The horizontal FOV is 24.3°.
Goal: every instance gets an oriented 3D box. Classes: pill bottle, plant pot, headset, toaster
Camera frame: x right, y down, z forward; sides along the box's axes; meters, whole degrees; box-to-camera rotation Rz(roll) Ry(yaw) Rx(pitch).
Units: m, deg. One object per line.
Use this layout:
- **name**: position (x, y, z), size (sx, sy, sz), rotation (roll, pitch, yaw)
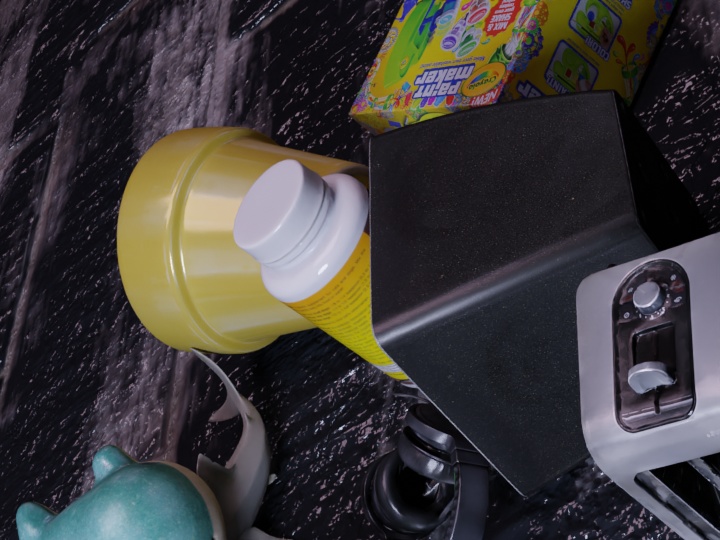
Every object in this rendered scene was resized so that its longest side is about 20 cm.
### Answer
- **pill bottle**: position (0.000, 0.000, 1.285), size (0.109, 0.200, 0.110), rotation (-34, 36, 30)
- **plant pot**: position (0.133, -0.004, 1.130), size (0.177, 0.200, 0.201), rotation (-26, 39, 22)
- **headset**: position (0.061, 0.140, 1.189), size (0.201, 0.093, 0.124), rotation (-98, 29, -42)
- **toaster**: position (0.237, 0.068, 0.916), size (0.180, 0.200, 0.119), rotation (-19, 47, 34)
- **plant pot**: position (-0.076, -0.024, 1.443), size (0.188, 0.201, 0.202), rotation (2, 60, 37)

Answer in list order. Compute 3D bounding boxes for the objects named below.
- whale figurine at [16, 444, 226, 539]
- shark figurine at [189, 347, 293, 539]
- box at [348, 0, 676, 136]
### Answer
- **whale figurine**: position (-0.203, 0.218, 1.311), size (0.199, 0.104, 0.160), rotation (-5, 86, 29)
- **shark figurine**: position (-0.114, 0.161, 1.379), size (0.128, 0.090, 0.215), rotation (-9, 50, 29)
- **box**: position (0.126, -0.180, 1.366), size (0.200, 0.122, 0.193), rotation (3, 63, 55)
